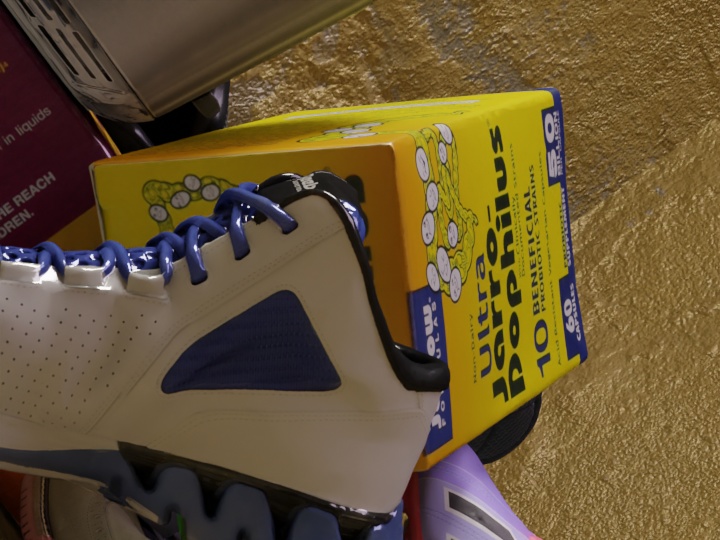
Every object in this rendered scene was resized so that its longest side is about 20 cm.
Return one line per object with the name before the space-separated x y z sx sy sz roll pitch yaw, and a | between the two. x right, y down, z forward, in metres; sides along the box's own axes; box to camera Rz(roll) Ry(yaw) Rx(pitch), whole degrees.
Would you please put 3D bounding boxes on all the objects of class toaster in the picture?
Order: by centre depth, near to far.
toaster | -0.081 -0.147 0.869 0.200 0.129 0.114 55 0 -27

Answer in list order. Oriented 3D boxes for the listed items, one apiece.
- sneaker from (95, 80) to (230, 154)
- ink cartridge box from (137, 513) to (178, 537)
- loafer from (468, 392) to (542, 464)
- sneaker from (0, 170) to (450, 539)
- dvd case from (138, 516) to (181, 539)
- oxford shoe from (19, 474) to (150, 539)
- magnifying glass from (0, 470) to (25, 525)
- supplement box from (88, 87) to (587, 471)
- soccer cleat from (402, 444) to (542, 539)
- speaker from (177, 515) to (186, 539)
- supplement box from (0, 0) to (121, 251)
sneaker | -0.096 -0.113 1.048 0.114 0.076 0.200 107 -28 -61
ink cartridge box | -0.100 -0.001 1.109 0.200 0.115 0.068 54 -1 22
loafer | 0.018 0.007 1.101 0.063 0.072 0.200 48 -4 47
sneaker | -0.058 0.012 0.749 0.199 0.115 0.081 25 3 -11
dvd case | -0.107 0.104 1.139 0.149 0.016 0.200 56 -3 -36
oxford shoe | -0.045 0.117 0.779 0.200 0.074 0.071 52 -3 44
magnifying glass | -0.158 0.013 0.833 0.200 0.022 0.080 53 -2 -27
supplement box | 0.000 0.000 0.906 0.200 0.109 0.109 -24 109 -68
soccer cleat | 0.062 0.142 0.854 0.067 0.076 0.200 68 7 -62
speaker | -0.025 0.120 0.910 0.088 0.088 0.200 55 10 -20
supplement box | -0.175 -0.079 0.908 0.200 0.103 0.131 54 0 -17
